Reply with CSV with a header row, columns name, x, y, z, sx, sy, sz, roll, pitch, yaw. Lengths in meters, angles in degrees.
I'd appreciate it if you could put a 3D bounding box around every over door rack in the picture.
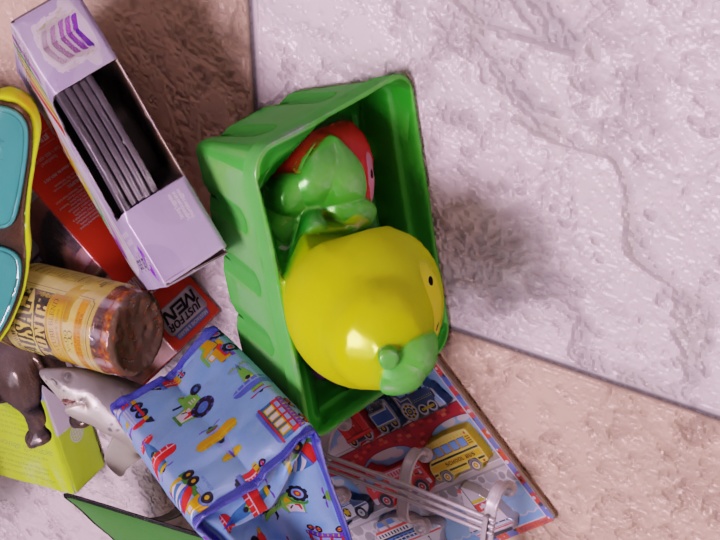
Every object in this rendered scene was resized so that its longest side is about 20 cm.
name,x,y,z,sx,sy,sz,roll,pitch,yaw
over door rack,0.028,0.216,1.086,0.146,0.066,0.203,18,109,25

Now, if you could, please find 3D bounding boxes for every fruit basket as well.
name,x,y,z,sx,sy,sz,roll,pitch,yaw
fruit basket,0.000,0.000,0.927,0.215,0.155,0.218,32,138,34

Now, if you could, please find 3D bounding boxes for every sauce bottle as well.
name,x,y,z,sx,sy,sz,roll,pitch,yaw
sauce bottle,-0.232,0.028,1.092,0.198,0.066,0.067,9,125,33

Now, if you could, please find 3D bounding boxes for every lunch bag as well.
name,x,y,z,sx,sy,sz,roll,pitch,yaw
lunch bag,-0.056,0.160,0.991,0.150,0.094,0.201,39,163,53

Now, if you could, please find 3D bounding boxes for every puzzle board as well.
name,x,y,z,sx,sy,sz,roll,pitch,yaw
puzzle board,0.029,0.151,1.109,0.199,0.017,0.151,-31,98,45

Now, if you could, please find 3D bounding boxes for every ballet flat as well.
name,x,y,z,sx,sy,sz,roll,pitch,yaw
ballet flat,-0.254,-0.031,1.042,0.066,0.067,0.202,13,109,-11

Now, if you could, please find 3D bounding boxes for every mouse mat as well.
name,x,y,z,sx,sy,sz,roll,pitch,yaw
mouse mat,-0.136,0.237,1.230,0.159,0.008,0.200,11,154,30

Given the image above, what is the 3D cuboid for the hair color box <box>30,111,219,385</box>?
name,x,y,z,sx,sy,sz,roll,pitch,yaw
hair color box,-0.212,-0.005,1.144,0.200,0.064,0.111,47,134,-3

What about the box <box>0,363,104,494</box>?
name,x,y,z,sx,sy,sz,roll,pitch,yaw
box,-0.296,0.085,1.275,0.121,0.048,0.202,8,123,32

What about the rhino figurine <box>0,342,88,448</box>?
name,x,y,z,sx,sy,sz,roll,pitch,yaw
rhino figurine,-0.296,0.077,1.195,0.198,0.060,0.088,9,130,40

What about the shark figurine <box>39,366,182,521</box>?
name,x,y,z,sx,sy,sz,roll,pitch,yaw
shark figurine,-0.133,0.123,1.130,0.127,0.090,0.215,9,149,26

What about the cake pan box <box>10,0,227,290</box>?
name,x,y,z,sx,sy,sz,roll,pitch,yaw
cake pan box,-0.159,-0.077,0.985,0.186,0.052,0.200,59,169,-6
